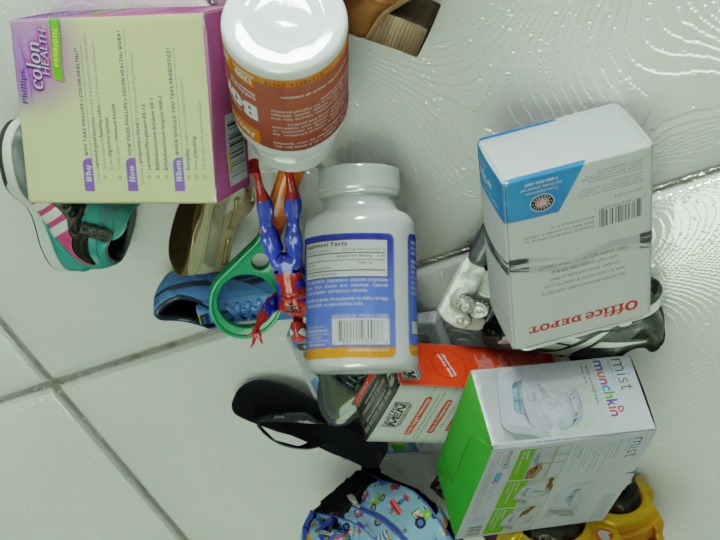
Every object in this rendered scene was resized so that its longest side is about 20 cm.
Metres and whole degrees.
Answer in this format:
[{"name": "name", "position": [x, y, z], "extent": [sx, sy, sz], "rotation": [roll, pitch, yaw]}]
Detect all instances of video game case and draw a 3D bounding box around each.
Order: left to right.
[{"name": "video game case", "position": [0.031, 0.135, 1.611], "extent": [0.181, 0.022, 0.201], "rotation": [-7, 127, 22]}]

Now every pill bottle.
[{"name": "pill bottle", "position": [-0.066, -0.174, 1.293], "extent": [0.111, 0.113, 0.200], "rotation": [13, 155, 6]}, {"name": "pill bottle", "position": [0.000, 0.000, 1.393], "extent": [0.111, 0.202, 0.112], "rotation": [-1, 173, 0]}]

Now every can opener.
[{"name": "can opener", "position": [0.135, -0.023, 1.429], "extent": [0.052, 0.067, 0.201], "rotation": [22, 123, -4]}]

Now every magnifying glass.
[{"name": "magnifying glass", "position": [-0.103, -0.019, 1.481], "extent": [0.079, 0.022, 0.201], "rotation": [16, 113, -13]}]

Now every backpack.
[{"name": "backpack", "position": [0.041, 0.331, 1.626], "extent": [0.183, 0.134, 0.200], "rotation": [58, 159, -12]}]

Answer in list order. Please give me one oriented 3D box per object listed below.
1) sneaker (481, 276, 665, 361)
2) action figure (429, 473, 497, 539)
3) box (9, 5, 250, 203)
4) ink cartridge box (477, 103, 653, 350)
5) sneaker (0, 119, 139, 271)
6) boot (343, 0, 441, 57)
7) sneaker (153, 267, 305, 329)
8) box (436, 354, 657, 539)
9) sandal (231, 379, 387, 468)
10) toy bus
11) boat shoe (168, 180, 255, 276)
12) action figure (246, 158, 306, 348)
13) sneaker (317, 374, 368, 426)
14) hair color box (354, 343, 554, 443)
[{"name": "sneaker", "position": [0.225, 0.069, 1.466], "extent": [0.199, 0.067, 0.091], "rotation": [-13, 121, 23]}, {"name": "action figure", "position": [0.161, 0.285, 1.665], "extent": [0.134, 0.149, 0.200], "rotation": [37, 165, 40]}, {"name": "box", "position": [-0.218, -0.159, 1.355], "extent": [0.199, 0.097, 0.177], "rotation": [0, 104, 15]}, {"name": "ink cartridge box", "position": [0.195, -0.039, 1.339], "extent": [0.146, 0.086, 0.201], "rotation": [-15, 130, -8]}, {"name": "sneaker", "position": [-0.297, -0.074, 1.495], "extent": [0.120, 0.084, 0.201], "rotation": [3, 137, 21]}, {"name": "boot", "position": [0.013, -0.294, 1.239], "extent": [0.155, 0.077, 0.200], "rotation": [26, 139, 1]}, {"name": "sneaker", "position": [-0.130, 0.038, 1.544], "extent": [0.199, 0.079, 0.066], "rotation": [3, 127, 13]}, {"name": "box", "position": [0.188, 0.187, 1.464], "extent": [0.175, 0.097, 0.201], "rotation": [-6, 145, -13]}, {"name": "sandal", "position": [-0.066, 0.181, 1.641], "extent": [0.199, 0.043, 0.076], "rotation": [17, 138, 21]}, {"name": "toy bus", "position": [0.272, 0.338, 1.550], "extent": [0.199, 0.192, 0.136], "rotation": [-16, 124, -22]}, {"name": "boat shoe", "position": [-0.144, -0.081, 1.464], "extent": [0.065, 0.072, 0.201], "rotation": [-1, 126, -30]}, {"name": "action figure", "position": [-0.082, -0.003, 1.425], "extent": [0.065, 0.099, 0.201], "rotation": [-3, 119, 13]}, {"name": "sneaker", "position": [-0.006, 0.084, 1.511], "extent": [0.074, 0.081, 0.201], "rotation": [23, 115, 11]}, {"name": "hair color box", "position": [0.106, 0.133, 1.503], "extent": [0.199, 0.061, 0.102], "rotation": [5, 136, -26]}]
